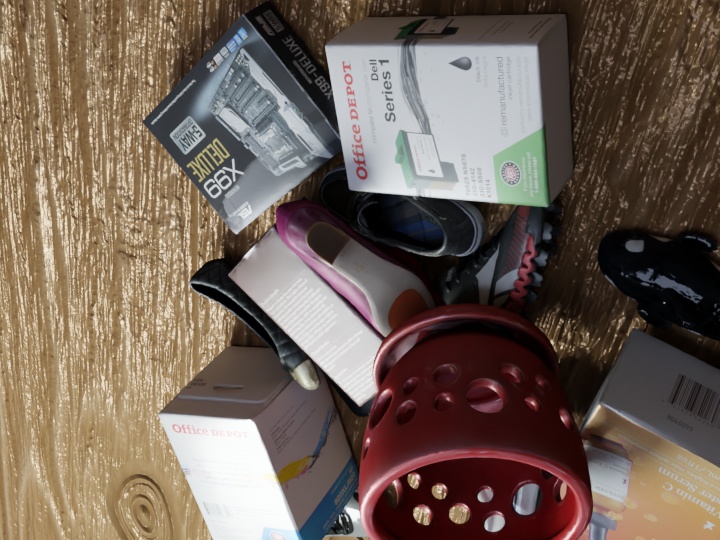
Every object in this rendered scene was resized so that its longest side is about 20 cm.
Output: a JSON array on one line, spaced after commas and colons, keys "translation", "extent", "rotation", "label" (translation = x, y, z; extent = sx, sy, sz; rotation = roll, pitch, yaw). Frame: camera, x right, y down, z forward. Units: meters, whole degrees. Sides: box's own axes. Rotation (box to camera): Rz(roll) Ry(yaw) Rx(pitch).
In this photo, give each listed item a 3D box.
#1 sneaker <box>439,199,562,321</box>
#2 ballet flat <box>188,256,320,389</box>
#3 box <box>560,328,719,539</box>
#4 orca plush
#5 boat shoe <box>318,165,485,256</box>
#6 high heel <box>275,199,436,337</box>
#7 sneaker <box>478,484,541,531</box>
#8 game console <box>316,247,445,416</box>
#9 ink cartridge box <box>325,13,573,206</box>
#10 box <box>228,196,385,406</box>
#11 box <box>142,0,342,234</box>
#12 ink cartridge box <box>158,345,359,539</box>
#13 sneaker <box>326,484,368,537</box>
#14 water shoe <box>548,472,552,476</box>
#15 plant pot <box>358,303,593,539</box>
[{"translation": [0.127, 0.004, 0.945], "extent": [0.097, 0.071, 0.202], "rotation": [25, 131, 13], "label": "sneaker"}, {"translation": [-0.117, 0.065, 1.119], "extent": [0.200, 0.057, 0.067], "rotation": [45, 156, 21], "label": "ballet flat"}, {"translation": [0.276, 0.181, 0.926], "extent": [0.151, 0.106, 0.201], "rotation": [27, 138, 15], "label": "box"}, {"translation": [0.291, 0.042, 0.866], "extent": [0.200, 0.071, 0.105], "rotation": [43, 132, 0], "label": "orca plush"}, {"translation": [0.024, -0.055, 0.948], "extent": [0.199, 0.066, 0.071], "rotation": [25, 115, 36], "label": "boat shoe"}, {"translation": [0.000, 0.000, 0.969], "extent": [0.200, 0.067, 0.096], "rotation": [46, 175, -30], "label": "high heel"}, {"translation": [0.151, 0.209, 1.006], "extent": [0.070, 0.073, 0.202], "rotation": [7, 81, 19], "label": "sneaker"}, {"translation": [0.019, 0.074, 1.086], "extent": [0.199, 0.031, 0.178], "rotation": [-23, 105, 40], "label": "game console"}, {"translation": [0.079, -0.143, 0.870], "extent": [0.198, 0.084, 0.147], "rotation": [6, 122, 28], "label": "ink cartridge box"}, {"translation": [-0.029, 0.034, 1.024], "extent": [0.200, 0.075, 0.100], "rotation": [45, 133, -5], "label": "box"}, {"translation": [-0.112, -0.150, 1.009], "extent": [0.199, 0.050, 0.158], "rotation": [-32, 100, 41], "label": "box"}, {"translation": [-0.115, 0.212, 1.184], "extent": [0.146, 0.145, 0.201], "rotation": [-1, 119, 32], "label": "ink cartridge box"}, {"translation": [-0.053, 0.316, 1.258], "extent": [0.199, 0.079, 0.075], "rotation": [-2, 117, 31], "label": "sneaker"}, {"translation": [0.164, 0.232, 1.087], "extent": [0.200, 0.072, 0.079], "rotation": [44, 156, 3], "label": "water shoe"}, {"translation": [0.101, 0.146, 0.888], "extent": [0.198, 0.183, 0.202], "rotation": [3, 135, 3], "label": "plant pot"}]
